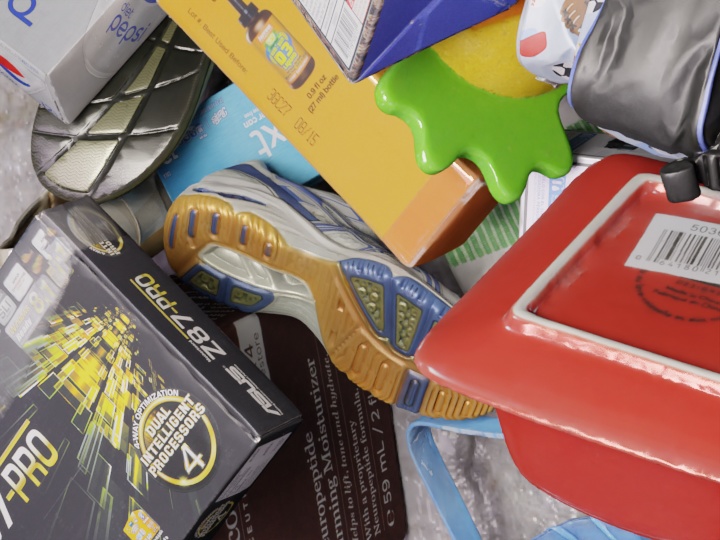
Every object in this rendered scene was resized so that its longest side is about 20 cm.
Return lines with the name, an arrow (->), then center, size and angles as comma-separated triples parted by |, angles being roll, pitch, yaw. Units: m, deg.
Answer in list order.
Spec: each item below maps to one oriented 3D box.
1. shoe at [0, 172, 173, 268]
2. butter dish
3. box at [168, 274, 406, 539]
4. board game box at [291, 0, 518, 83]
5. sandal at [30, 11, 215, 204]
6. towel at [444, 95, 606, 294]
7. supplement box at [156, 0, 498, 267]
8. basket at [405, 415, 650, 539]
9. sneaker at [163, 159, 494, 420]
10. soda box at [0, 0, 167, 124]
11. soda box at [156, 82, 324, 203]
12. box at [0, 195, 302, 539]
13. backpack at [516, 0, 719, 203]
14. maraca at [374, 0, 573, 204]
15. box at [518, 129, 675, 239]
shoe -> -0.146, -0.024, 1.556 | 0.070, 0.200, 0.054 | -12, 110, 22
butter dish -> 0.153, 0.061, 1.298 | 0.199, 0.199, 0.149 | 17, 131, 28
box -> -0.100, 0.099, 1.561 | 0.163, 0.200, 0.167 | -3, 102, 31
board game box -> -0.006, -0.218, 1.299 | 0.200, 0.096, 0.160 | 55, 155, 19
sandal -> -0.106, -0.119, 1.552 | 0.079, 0.057, 0.202 | 23, 72, 14
towel -> 0.115, -0.001, 1.511 | 0.152, 0.023, 0.201 | -23, 90, 32
supplement box -> -0.011, -0.098, 1.460 | 0.200, 0.069, 0.067 | 46, 120, 10
basket -> 0.111, 0.163, 1.469 | 0.176, 0.139, 0.201 | -1, 113, 59
sneaker -> 0.000, 0.000, 1.483 | 0.199, 0.088, 0.076 | 31, 125, 9
soda box -> -0.118, -0.178, 1.511 | 0.068, 0.064, 0.200 | 37, 76, 17
soda box -> -0.018, -0.088, 1.543 | 0.199, 0.064, 0.068 | -28, 88, 33
box -> -0.141, 0.089, 1.435 | 0.161, 0.049, 0.200 | 47, 121, 15
backpack -> 0.171, -0.133, 1.343 | 0.154, 0.190, 0.201 | 25, 96, 31
maraca -> 0.062, -0.131, 1.414 | 0.107, 0.136, 0.201 | -31, 46, 55
box -> 0.180, -0.001, 1.433 | 0.199, 0.060, 0.117 | 8, 105, 20
